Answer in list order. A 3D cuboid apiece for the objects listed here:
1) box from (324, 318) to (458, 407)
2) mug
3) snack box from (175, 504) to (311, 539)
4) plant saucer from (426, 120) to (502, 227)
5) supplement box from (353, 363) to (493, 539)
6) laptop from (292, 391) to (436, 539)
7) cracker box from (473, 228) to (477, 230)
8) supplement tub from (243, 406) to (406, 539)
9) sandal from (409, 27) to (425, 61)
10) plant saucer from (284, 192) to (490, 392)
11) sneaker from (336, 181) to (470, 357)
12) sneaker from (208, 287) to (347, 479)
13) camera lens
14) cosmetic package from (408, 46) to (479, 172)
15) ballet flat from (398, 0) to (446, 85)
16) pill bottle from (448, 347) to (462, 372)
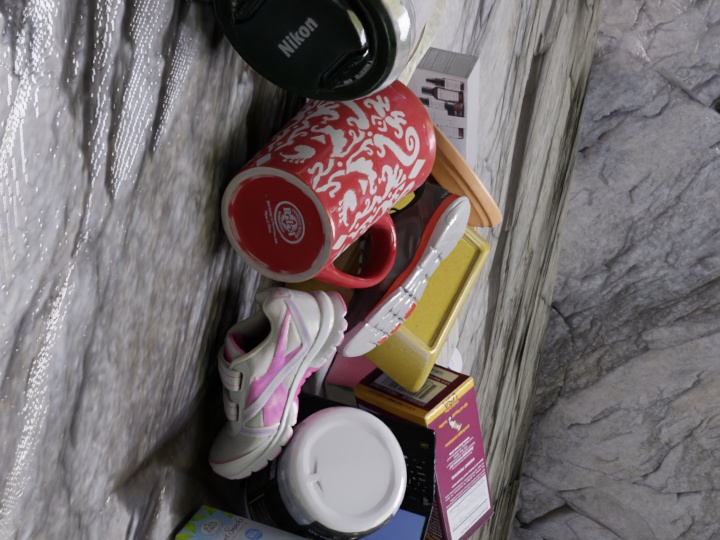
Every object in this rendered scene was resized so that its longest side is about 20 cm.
[{"bbox_3d":[0.043,0.112,1.552,0.128,0.108,0.201,83,25,-49],"label":"box"},{"bbox_3d":[-0.016,-0.067,1.102,0.133,0.178,0.200,-34,-171,37],"label":"mug"},{"bbox_3d":[-0.077,0.328,1.133,0.068,0.199,0.170,-41,143,-64],"label":"snack box"},{"bbox_3d":[0.083,-0.122,1.403,0.037,0.200,0.200,-41,161,-1],"label":"plant saucer"},{"bbox_3d":[0.073,0.205,1.393,0.085,0.110,0.201,-35,128,-34],"label":"supplement box"},{"bbox_3d":[-0.017,0.244,1.321,0.201,0.176,0.104,88,22,-45],"label":"laptop"},{"bbox_3d":[0.121,-0.023,1.814,0.200,0.057,0.135,-43,143,-65],"label":"cracker box"},{"bbox_3d":[-0.043,0.213,1.204,0.200,0.122,0.123,-43,-157,62],"label":"supplement tub"},{"bbox_3d":[0.009,-0.222,1.238,0.054,0.080,0.201,42,64,-48],"label":"sandal"},{"bbox_3d":[0.045,-0.005,1.301,0.200,0.048,0.201,39,66,-24],"label":"plant saucer"},{"bbox_3d":[0.026,-0.005,1.231,0.200,0.082,0.077,-52,160,-12],"label":"sneaker"},{"bbox_3d":[-0.096,0.095,1.121,0.201,0.088,0.081,-63,-153,9],"label":"sneaker"},{"bbox_3d":[-0.012,-0.244,0.954,0.161,0.159,0.201,84,25,-51],"label":"camera lens"},{"bbox_3d":[0.105,-0.187,1.573,0.201,0.082,0.051,85,27,-49],"label":"cosmetic package"},{"bbox_3d":[0.043,-0.254,1.330,0.062,0.067,0.201,60,45,-55],"label":"ballet flat"},{"bbox_3d":[0.078,0.177,1.729,0.200,0.111,0.113,-54,153,-53],"label":"pill bottle"}]
